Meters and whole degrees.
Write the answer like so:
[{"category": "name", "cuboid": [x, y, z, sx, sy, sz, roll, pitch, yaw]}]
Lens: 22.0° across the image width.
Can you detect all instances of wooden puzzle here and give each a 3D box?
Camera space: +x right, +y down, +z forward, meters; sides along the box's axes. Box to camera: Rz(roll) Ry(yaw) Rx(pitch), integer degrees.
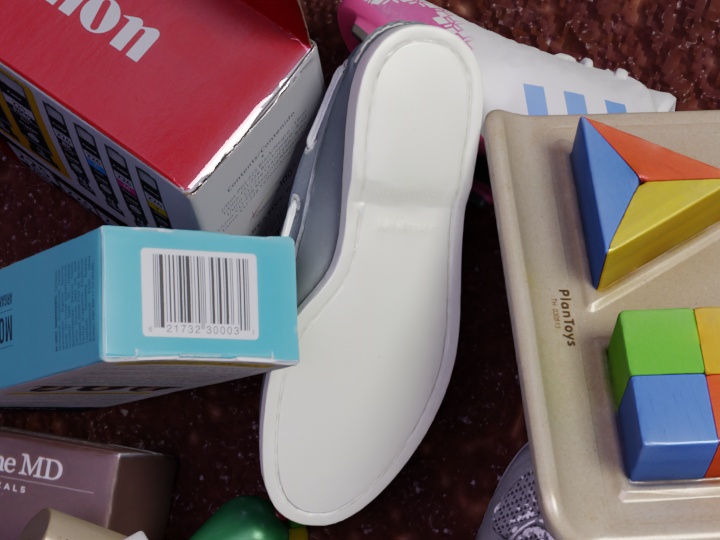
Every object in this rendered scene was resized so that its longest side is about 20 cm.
[{"category": "wooden puzzle", "cuboid": [0.152, 0.008, 0.671, 0.199, 0.046, 0.186, 0, 56, -9]}]

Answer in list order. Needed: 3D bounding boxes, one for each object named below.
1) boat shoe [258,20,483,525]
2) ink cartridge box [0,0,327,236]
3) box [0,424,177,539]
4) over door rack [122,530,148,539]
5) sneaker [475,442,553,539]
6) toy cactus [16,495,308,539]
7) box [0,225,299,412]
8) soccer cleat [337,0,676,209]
[{"category": "boat shoe", "cuboid": [0.000, 0.000, 0.734, 0.072, 0.062, 0.201, 10, 99, -20]}, {"category": "ink cartridge box", "cuboid": [-0.114, -0.094, 0.762, 0.200, 0.176, 0.084, 34, 74, 17]}, {"category": "box", "cuboid": [-0.151, 0.170, 0.801, 0.100, 0.075, 0.201, 7, 83, 16]}, {"category": "over door rack", "cuboid": [-0.109, 0.210, 0.679, 0.148, 0.067, 0.200, 53, 125, 12]}, {"category": "sneaker", "cuboid": [0.063, 0.161, 0.735, 0.074, 0.082, 0.201, 14, 84, 16]}, {"category": "toy cactus", "cuboid": [-0.065, 0.153, 0.746, 0.165, 0.102, 0.201, 34, 82, -22]}, {"category": "box", "cuboid": [-0.107, 0.024, 0.744, 0.200, 0.082, 0.049, -16, 74, 57]}, {"category": "soccer cleat", "cuboid": [0.078, -0.062, 0.777, 0.086, 0.070, 0.200, -41, 71, -15]}]
